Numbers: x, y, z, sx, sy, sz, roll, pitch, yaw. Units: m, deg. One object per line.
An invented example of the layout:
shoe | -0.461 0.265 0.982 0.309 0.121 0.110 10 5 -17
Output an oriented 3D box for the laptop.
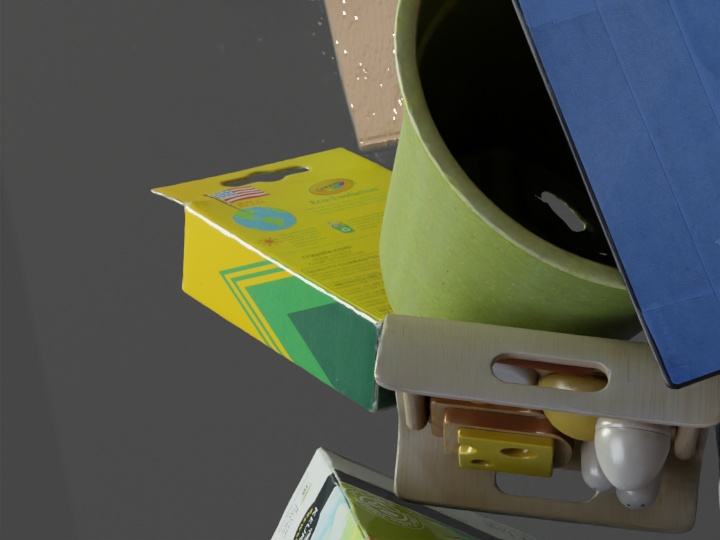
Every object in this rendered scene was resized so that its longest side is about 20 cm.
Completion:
laptop | 0.188 -0.083 1.098 0.200 0.116 0.188 -31 76 43

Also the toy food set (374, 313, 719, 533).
toy food set | 0.081 0.077 1.247 0.200 0.143 0.061 83 -166 -71

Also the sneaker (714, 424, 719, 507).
sneaker | 0.188 0.098 1.241 0.086 0.080 0.201 46 129 53

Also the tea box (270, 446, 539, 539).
tea box | 0.007 0.217 1.326 0.201 0.133 0.197 -64 14 7

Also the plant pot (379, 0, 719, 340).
plant pot | 0.087 -0.040 1.246 0.201 0.199 0.190 63 155 18

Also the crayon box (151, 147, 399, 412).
crayon box | 0.000 0.000 1.416 0.200 0.127 0.051 31 126 48
